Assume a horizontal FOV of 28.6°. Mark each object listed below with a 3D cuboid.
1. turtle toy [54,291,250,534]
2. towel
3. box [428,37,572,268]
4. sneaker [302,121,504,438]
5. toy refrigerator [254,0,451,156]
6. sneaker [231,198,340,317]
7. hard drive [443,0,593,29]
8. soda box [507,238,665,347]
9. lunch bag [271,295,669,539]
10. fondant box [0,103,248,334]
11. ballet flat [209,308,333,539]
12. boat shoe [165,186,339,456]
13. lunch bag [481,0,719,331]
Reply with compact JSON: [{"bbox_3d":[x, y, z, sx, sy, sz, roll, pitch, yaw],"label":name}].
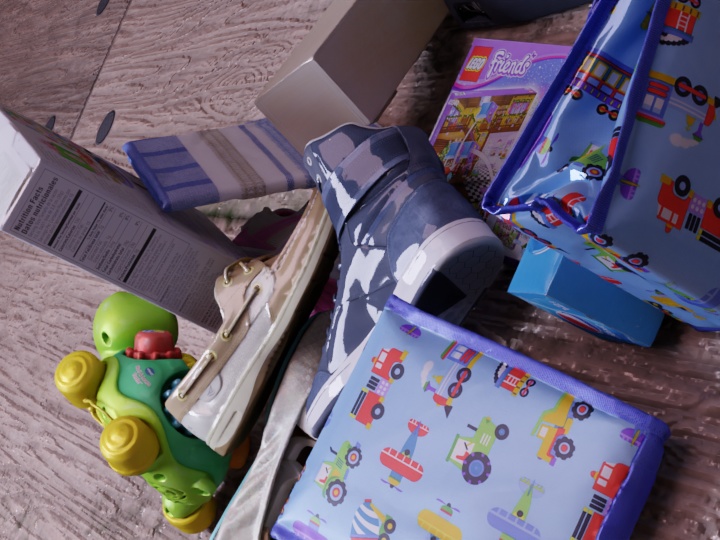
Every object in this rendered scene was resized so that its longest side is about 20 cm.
[{"bbox_3d":[-0.155,0.096,1.074,0.101,0.146,0.200,-38,53,-6],"label":"turtle toy"},{"bbox_3d":[-0.069,-0.083,1.061,0.147,0.198,0.024,-136,39,-59],"label":"towel"},{"bbox_3d":[0.106,-0.073,0.890,0.138,0.039,0.200,-65,28,0],"label":"box"},{"bbox_3d":[0.002,0.000,0.903,0.203,0.076,0.147,-56,52,35],"label":"sneaker"},{"bbox_3d":[0.008,-0.172,1.046,0.076,0.070,0.201,-29,21,46],"label":"toy refrigerator"},{"bbox_3d":[-0.070,0.001,1.095,0.199,0.081,0.089,-15,52,45],"label":"sneaker"},{"bbox_3d":[0.134,-0.244,0.980,0.199,0.042,0.136,0,67,59],"label":"hard drive"},{"bbox_3d":[0.155,-0.065,0.757,0.202,0.067,0.064,-66,12,-5],"label":"soda box"},{"bbox_3d":[0.067,0.121,0.745,0.199,0.094,0.152,23,85,53],"label":"lunch bag"},{"bbox_3d":[-0.178,-0.036,1.012,0.059,0.199,0.144,-57,35,4],"label":"fondant box"},{"bbox_3d":[-0.039,0.128,0.965,0.062,0.067,0.202,23,90,32],"label":"ballet flat"},{"bbox_3d":[-0.072,0.026,0.966,0.202,0.066,0.074,-63,-6,3],"label":"boat shoe"},{"bbox_3d":[0.174,-0.084,0.665,0.094,0.150,0.202,19,84,62],"label":"lunch bag"}]
